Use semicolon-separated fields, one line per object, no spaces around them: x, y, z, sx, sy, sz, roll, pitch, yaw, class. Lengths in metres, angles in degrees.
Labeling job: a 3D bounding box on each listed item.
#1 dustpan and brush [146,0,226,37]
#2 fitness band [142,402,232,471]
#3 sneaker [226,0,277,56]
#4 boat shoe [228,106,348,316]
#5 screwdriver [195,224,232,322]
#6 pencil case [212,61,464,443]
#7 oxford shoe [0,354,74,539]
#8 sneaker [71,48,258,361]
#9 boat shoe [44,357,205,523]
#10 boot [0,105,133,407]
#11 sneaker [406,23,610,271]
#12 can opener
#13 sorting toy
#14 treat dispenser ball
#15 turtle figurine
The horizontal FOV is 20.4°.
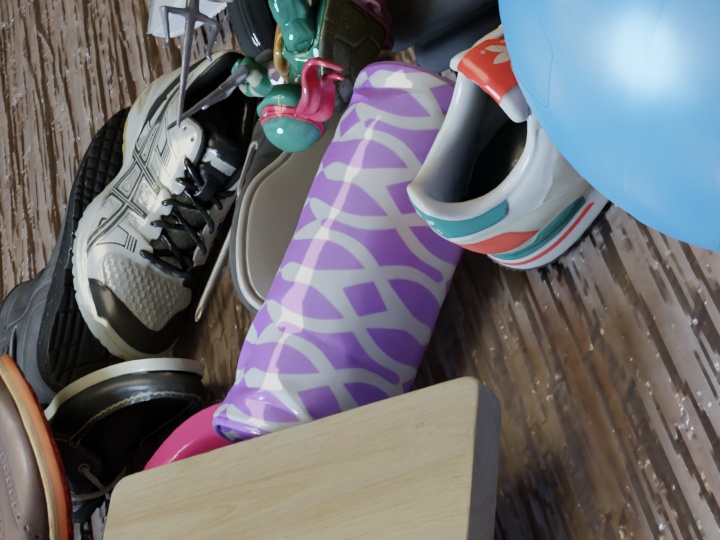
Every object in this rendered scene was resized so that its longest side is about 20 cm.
-0.059;-0.240;1.275;0.200;0.057;0.140;-39;38;47;dustpan and brush
-0.074;0.155;0.972;0.144;0.037;0.201;-44;35;29;fitness band
-0.019;-0.222;1.170;0.104;0.060;0.201;-8;71;38;sneaker
-0.030;-0.047;1.055;0.057;0.066;0.201;119;165;-54;boat shoe
-0.058;-0.065;1.134;0.028;0.029;0.201;8;69;59;screwdriver
0.000;0.000;0.921;0.085;0.084;0.201;-6;57;63;pencil case
-0.182;0.142;1.034;0.071;0.072;0.201;98;159;-70;oxford shoe
-0.106;-0.045;1.150;0.087;0.075;0.201;-27;45;46;sneaker
-0.150;0.105;1.116;0.200;0.072;0.068;-34;60;37;boat shoe
-0.183;-0.002;1.249;0.131;0.070;0.201;-22;44;56;boot
0.092;-0.089;0.838;0.070;0.093;0.200;44;108;31;sneaker
0.079;-0.135;0.956;0.199;0.052;0.067;-17;53;52;can opener
-0.021;0.166;0.814;0.199;0.070;0.200;-19;49;33;sorting toy
0.146;-0.105;0.676;0.201;0.200;0.202;-38;37;36;treat dispenser ball
-0.031;-0.128;0.985;0.150;0.100;0.201;93;-166;-66;turtle figurine
